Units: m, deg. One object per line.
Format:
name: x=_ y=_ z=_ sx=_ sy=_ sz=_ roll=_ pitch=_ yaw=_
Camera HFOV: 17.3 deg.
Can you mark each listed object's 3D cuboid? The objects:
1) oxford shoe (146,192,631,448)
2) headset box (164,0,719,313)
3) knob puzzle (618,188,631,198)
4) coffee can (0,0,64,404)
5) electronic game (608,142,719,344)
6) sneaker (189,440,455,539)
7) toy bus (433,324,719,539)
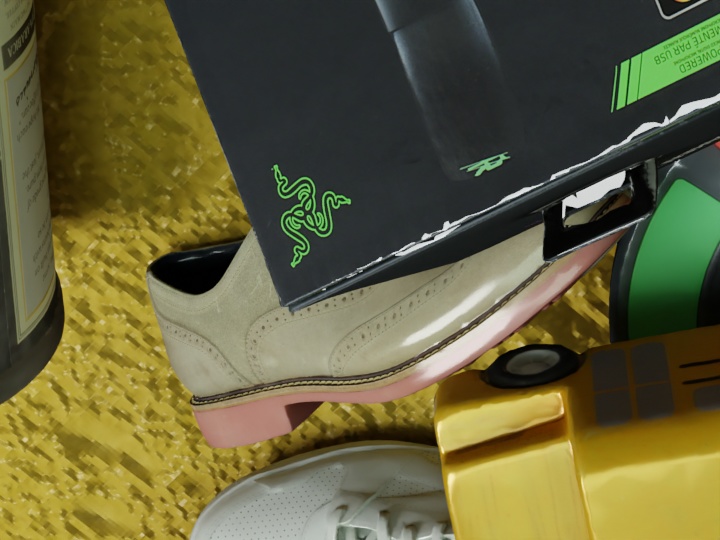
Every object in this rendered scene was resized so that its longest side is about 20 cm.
oxford shoe: x=0.000 y=0.000 z=0.769 sx=0.200 sy=0.070 sz=0.075 roll=-24 pitch=102 yaw=39
headset box: x=0.033 y=-0.102 z=0.641 sx=0.174 sy=0.093 sz=0.201 roll=-24 pitch=85 yaw=37
knob puzzle: x=0.186 y=-0.034 z=0.752 sx=0.218 sy=0.030 sz=0.221 roll=5 pitch=121 yaw=9
coffee can: x=-0.172 y=-0.065 z=0.740 sx=0.146 sy=0.147 sz=0.201 roll=5 pitch=120 yaw=9
electronic game: x=0.177 y=0.016 z=0.741 sx=0.199 sy=0.042 sz=0.201 roll=6 pitch=121 yaw=9
sneaker: x=0.030 y=0.096 z=0.803 sx=0.199 sy=0.116 sz=0.074 roll=-2 pitch=88 yaw=7
toy bus: x=0.123 y=0.054 z=0.696 sx=0.199 sy=0.078 sz=0.065 roll=-10 pitch=111 yaw=6
